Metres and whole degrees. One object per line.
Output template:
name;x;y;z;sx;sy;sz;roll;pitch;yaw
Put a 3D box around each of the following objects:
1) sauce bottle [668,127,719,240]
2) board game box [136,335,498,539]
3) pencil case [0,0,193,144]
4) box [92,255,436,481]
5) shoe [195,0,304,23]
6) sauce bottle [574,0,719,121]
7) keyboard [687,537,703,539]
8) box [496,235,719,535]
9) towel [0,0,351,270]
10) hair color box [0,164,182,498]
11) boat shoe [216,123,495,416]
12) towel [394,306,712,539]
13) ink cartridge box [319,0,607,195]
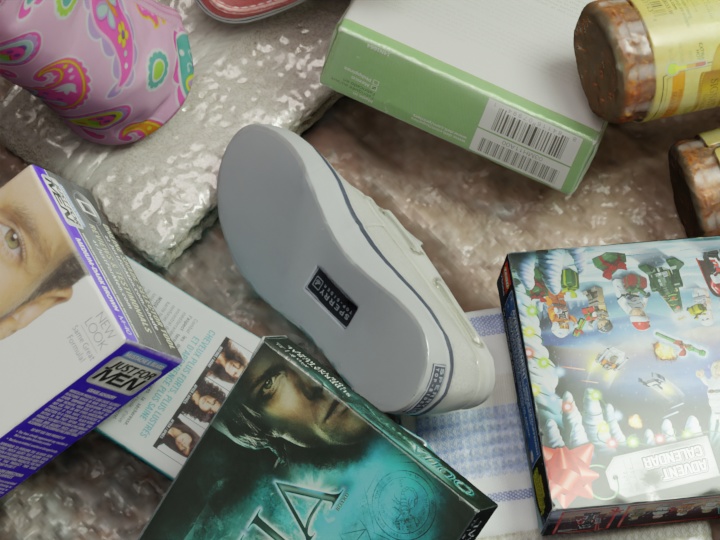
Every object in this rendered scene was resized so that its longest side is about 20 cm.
sauce bottle;0.259;-0.061;1.424;0.200;0.066;0.066;-15;65;-2
board game box;-0.043;0.149;1.309;0.135;0.028;0.200;37;105;20
pencil case;-0.154;-0.131;1.375;0.087;0.200;0.088;-7;69;19
box;-0.063;0.074;1.374;0.200;0.049;0.082;31;83;21
shoe;-0.011;-0.180;1.406;0.200;0.072;0.091;-32;19;20
sauce bottle;0.208;-0.121;1.399;0.200;0.066;0.066;-12;64;-15
keyboard;0.160;0.227;1.313;0.056;0.011;0.200;14;71;3
box;0.176;0.051;1.372;0.200;0.040;0.137;-5;67;-9
towel;-0.084;-0.105;1.484;0.132;0.034;0.200;38;73;20
hair color box;-0.198;0.053;1.362;0.200;0.065;0.109;-37;66;12
boat shoe;0.000;0.000;1.392;0.200;0.070;0.071;48;116;38
towel;0.094;0.107;1.379;0.147;0.024;0.200;-9;66;-3
ink cartridge box;0.080;-0.145;1.475;0.145;0.048;0.200;24;46;3
